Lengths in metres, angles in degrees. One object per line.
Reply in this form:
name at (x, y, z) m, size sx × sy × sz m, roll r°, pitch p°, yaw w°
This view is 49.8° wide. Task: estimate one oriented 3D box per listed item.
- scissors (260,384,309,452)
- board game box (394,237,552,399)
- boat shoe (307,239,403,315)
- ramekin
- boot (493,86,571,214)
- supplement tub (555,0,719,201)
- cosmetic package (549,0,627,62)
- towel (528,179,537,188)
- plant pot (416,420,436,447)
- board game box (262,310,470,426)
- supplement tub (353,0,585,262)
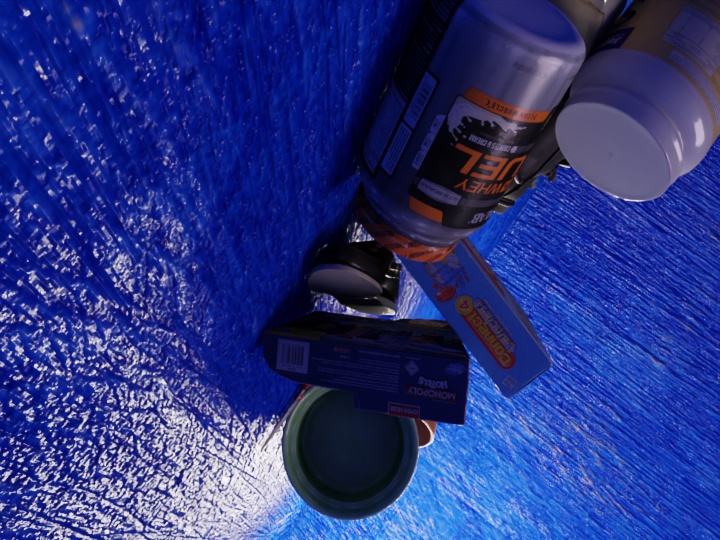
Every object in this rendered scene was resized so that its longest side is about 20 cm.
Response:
scissors at (-0.075, 0.163, 1.064) m, size 0.203 × 0.014 × 0.073 m, roll -60°, pitch 171°, yaw 14°
board game box at (0.105, 0.009, 0.800) m, size 0.056 × 0.201 × 0.196 m, roll -37°, pitch -176°, yaw 10°
boat shoe at (-0.003, 0.000, 0.776) m, size 0.201 × 0.072 × 0.065 m, roll 36°, pitch 60°, yaw -72°
ramekin at (-0.015, 0.251, 1.136) m, size 0.202 × 0.198 × 0.098 m, roll -53°, pitch 177°, yaw -5°
boot at (0.166, -0.139, 0.840) m, size 0.196 × 0.074 × 0.162 m, roll 7°, pitch 139°, yaw -49°
supplement tub at (0.293, -0.183, 0.752) m, size 0.201 × 0.144 × 0.146 m, roll -49°, pitch 168°, yaw -17°
cosmetic package at (0.201, -0.271, 0.738) m, size 0.074 × 0.103 × 0.200 m, roll -54°, pitch 169°, yaw 3°
towel at (0.224, -0.207, 0.988) m, size 0.147 × 0.021 × 0.205 m, roll -50°, pitch 148°, yaw -79°
plant pot at (0.079, 0.257, 1.621) m, size 0.201 × 0.196 × 0.142 m, roll 108°, pitch 4°, yaw -58°
board game box at (0.026, 0.087, 0.784) m, size 0.199 × 0.195 × 0.063 m, roll -12°, pitch 108°, yaw -73°
supplement tub at (0.073, -0.113, 0.598) m, size 0.122 × 0.121 × 0.202 m, roll -40°, pitch 162°, yaw -52°
